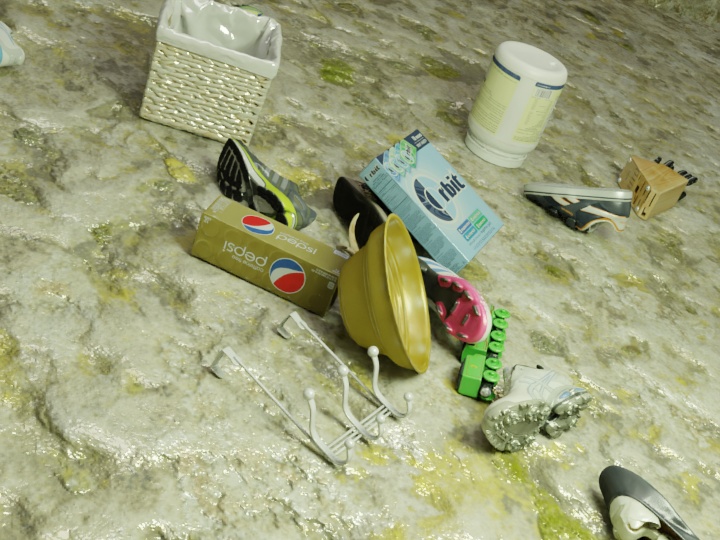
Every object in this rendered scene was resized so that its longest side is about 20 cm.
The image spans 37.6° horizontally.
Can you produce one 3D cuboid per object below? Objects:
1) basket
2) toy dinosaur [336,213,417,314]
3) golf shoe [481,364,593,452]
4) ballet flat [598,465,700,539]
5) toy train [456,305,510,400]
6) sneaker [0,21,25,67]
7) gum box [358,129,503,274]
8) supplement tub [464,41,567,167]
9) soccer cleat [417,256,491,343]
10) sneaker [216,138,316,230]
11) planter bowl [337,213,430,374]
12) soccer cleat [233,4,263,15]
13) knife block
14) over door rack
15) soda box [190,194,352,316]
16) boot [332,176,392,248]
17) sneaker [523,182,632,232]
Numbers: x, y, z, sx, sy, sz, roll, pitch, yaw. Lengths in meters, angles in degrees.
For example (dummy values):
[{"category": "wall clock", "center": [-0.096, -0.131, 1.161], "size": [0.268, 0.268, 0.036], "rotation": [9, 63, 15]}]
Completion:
[{"category": "basket", "center": [-0.239, -0.325, 1.701], "size": [0.198, 0.162, 0.199], "rotation": [14, 30, -12]}, {"category": "toy dinosaur", "center": [0.000, 0.000, 1.462], "size": [0.100, 0.058, 0.201], "rotation": [13, 36, -47]}, {"category": "golf shoe", "center": [0.194, 0.161, 1.296], "size": [0.199, 0.079, 0.097], "rotation": [0, 37, -50]}, {"category": "ballet flat", "center": [0.329, 0.297, 1.173], "size": [0.073, 0.074, 0.200], "rotation": [-10, 45, -43]}, {"category": "toy train", "center": [0.162, 0.104, 1.402], "size": [0.056, 0.042, 0.200], "rotation": [13, 29, 6]}, {"category": "sneaker", "center": [-0.590, -0.373, 1.647], "size": [0.086, 0.075, 0.200], "rotation": [-5, 47, -51]}, {"category": "gum box", "center": [0.108, -0.103, 1.567], "size": [0.200, 0.045, 0.170], "rotation": [48, 33, 1]}, {"category": "supplement tub", "center": [0.288, -0.311, 1.993], "size": [0.143, 0.202, 0.146], "rotation": [16, 30, -10]}, {"category": "soccer cleat", "center": [0.130, 0.037, 1.434], "size": [0.086, 0.070, 0.200], "rotation": [15, 18, -38]}, {"category": "sneaker", "center": [-0.140, -0.119, 1.538], "size": [0.080, 0.074, 0.200], "rotation": [-2, 45, -47]}, {"category": "planter bowl", "center": [0.023, 0.036, 1.327], "size": [0.082, 0.202, 0.201], "rotation": [-11, 25, 15]}, {"category": "soccer cleat", "center": [-0.241, -0.468, 2.030], "size": [0.083, 0.065, 0.200], "rotation": [33, 31, 13]}, {"category": "knife block", "center": [0.610, -0.160, 2.103], "size": [0.173, 0.065, 0.201], "rotation": [13, 31, -14]}, {"category": "over door rack", "center": [-0.050, 0.120, 1.203], "size": [0.199, 0.067, 0.147], "rotation": [34, 31, 20]}, {"category": "soda box", "center": [-0.116, -0.020, 1.382], "size": [0.198, 0.068, 0.064], "rotation": [25, 30, 4]}, {"category": "boot", "center": [0.059, -0.073, 1.588], "size": [0.149, 0.074, 0.200], "rotation": [2, 30, -32]}, {"category": "sneaker", "center": [0.378, -0.111, 1.868], "size": [0.198, 0.081, 0.078], "rotation": [11, 14, 33]}]
